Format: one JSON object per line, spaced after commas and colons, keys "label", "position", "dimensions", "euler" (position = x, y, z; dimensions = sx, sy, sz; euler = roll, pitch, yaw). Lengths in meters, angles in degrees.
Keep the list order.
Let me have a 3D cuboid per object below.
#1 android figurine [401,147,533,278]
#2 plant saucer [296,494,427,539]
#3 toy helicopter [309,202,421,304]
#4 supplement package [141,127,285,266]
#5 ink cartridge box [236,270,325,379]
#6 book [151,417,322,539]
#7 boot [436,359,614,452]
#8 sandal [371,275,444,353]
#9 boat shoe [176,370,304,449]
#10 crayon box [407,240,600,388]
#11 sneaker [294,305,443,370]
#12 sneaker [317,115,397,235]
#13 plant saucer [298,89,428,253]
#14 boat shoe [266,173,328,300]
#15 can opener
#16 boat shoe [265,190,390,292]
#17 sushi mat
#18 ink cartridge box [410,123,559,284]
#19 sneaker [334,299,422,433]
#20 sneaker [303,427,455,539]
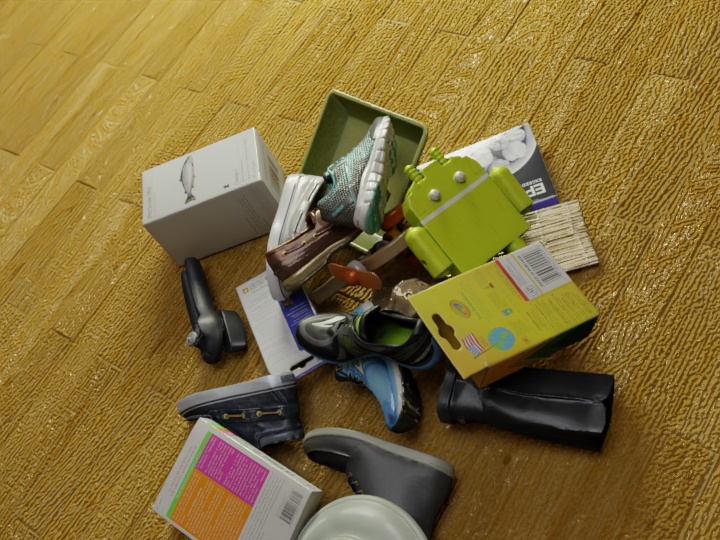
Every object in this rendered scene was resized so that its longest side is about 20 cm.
{"label": "android figurine", "position": [0.137, -0.068, 1.193], "dimensions": [0.182, 0.041, 0.201], "euler": [-34, 83, -21]}
{"label": "plant saucer", "position": [-0.010, 0.351, 1.022], "dimensions": [0.199, 0.050, 0.202], "euler": [-10, 70, 29]}
{"label": "toy helicopter", "position": [0.000, 0.000, 1.246], "dimensions": [0.200, 0.079, 0.132], "euler": [-33, 8, 36]}
{"label": "supplement package", "position": [-0.224, -0.113, 1.432], "dimensions": [0.199, 0.117, 0.118], "euler": [-20, 52, 10]}
{"label": "ink cartridge box", "position": [-0.104, 0.077, 1.302], "dimensions": [0.094, 0.037, 0.201], "euler": [-29, 48, 2]}
{"label": "book", "position": [-0.154, 0.286, 1.145], "dimensions": [0.199, 0.048, 0.134], "euler": [25, 91, 33]}
{"label": "boot", "position": [0.208, 0.123, 1.112], "dimensions": [0.199, 0.066, 0.166], "euler": [3, 61, 27]}
{"label": "sandal", "position": [0.058, 0.042, 1.185], "dimensions": [0.078, 0.070, 0.211], "euler": [-51, 30, -5]}
{"label": "boat shoe", "position": [-0.163, 0.198, 1.223], "dimensions": [0.199, 0.071, 0.092], "euler": [-18, 80, 33]}
{"label": "crayon box", "position": [0.165, 0.054, 1.091], "dimensions": [0.199, 0.051, 0.127], "euler": [-20, 58, -23]}
{"label": "sneaker", "position": [0.006, 0.073, 1.128], "dimensions": [0.198, 0.083, 0.071], "euler": [3, 54, 31]}
{"label": "sneaker", "position": [-0.005, -0.135, 1.234], "dimensions": [0.090, 0.078, 0.201], "euler": [3, 48, 15]}
{"label": "plant saucer", "position": [0.003, -0.142, 1.358], "dimensions": [0.199, 0.048, 0.201], "euler": [28, 102, 36]}
{"label": "boat shoe", "position": [-0.085, -0.050, 1.318], "dimensions": [0.065, 0.072, 0.201], "euler": [1, 57, 17]}
{"label": "can opener", "position": [-0.233, 0.059, 1.365], "dimensions": [0.064, 0.078, 0.200], "euler": [-61, 41, 27]}
{"label": "boat shoe", "position": [-0.043, -0.058, 1.256], "dimensions": [0.200, 0.068, 0.072], "euler": [-42, 8, -12]}
{"label": "sushi mat", "position": [0.207, -0.026, 1.226], "dimensions": [0.198, 0.012, 0.096], "euler": [-16, 71, 9]}
{"label": "ink cartridge box", "position": [0.173, -0.093, 1.293], "dimensions": [0.197, 0.043, 0.201], "euler": [-20, 53, 10]}
{"label": "sneaker", "position": [0.015, 0.134, 1.187], "dimensions": [0.090, 0.079, 0.201], "euler": [-29, 44, 5]}
{"label": "sneaker", "position": [0.005, 0.258, 1.102], "dimensions": [0.199, 0.075, 0.107], "euler": [8, 62, 27]}
